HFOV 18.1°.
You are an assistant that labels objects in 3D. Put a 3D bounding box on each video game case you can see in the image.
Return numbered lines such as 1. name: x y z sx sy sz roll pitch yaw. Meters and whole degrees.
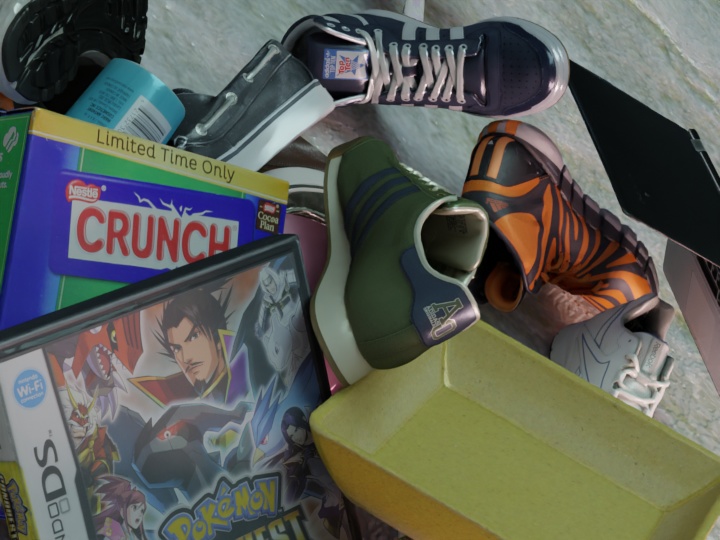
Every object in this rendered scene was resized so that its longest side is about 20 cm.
1. video game case: -0.090 0.094 1.123 0.200 0.025 0.181 -21 103 -41

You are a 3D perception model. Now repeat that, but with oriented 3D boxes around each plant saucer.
1. plant saucer: 0.085 0.112 1.203 0.200 0.049 0.200 30 27 12

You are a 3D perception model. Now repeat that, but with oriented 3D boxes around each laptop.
1. laptop: 0.197 -0.019 1.540 0.116 0.200 0.187 -3 39 -9

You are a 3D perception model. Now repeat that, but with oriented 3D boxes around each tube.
1. tube: -0.170 -0.023 1.208 0.077 0.050 0.200 38 71 -7

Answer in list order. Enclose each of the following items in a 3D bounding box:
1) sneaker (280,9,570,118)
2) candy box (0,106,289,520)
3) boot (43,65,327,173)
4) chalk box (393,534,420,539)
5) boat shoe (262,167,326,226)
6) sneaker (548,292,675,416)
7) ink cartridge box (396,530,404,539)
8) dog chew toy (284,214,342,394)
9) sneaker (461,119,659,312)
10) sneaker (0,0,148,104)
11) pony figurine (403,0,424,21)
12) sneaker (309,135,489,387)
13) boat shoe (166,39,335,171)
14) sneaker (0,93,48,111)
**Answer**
1. sneaker: 0.036 -0.138 1.530 0.108 0.200 0.070 -13 110 -49
2. candy box: -0.131 0.033 1.155 0.169 0.077 0.200 14 79 -40
3. boot: -0.097 -0.089 1.408 0.200 0.064 0.187 -1 70 -45
4. chalk box: 0.002 0.222 1.156 0.200 0.124 0.125 -10 63 -53
5. boat shoe: 0.000 0.000 1.386 0.200 0.071 0.064 30 14 -44
6. sneaker: 0.165 0.084 1.508 0.074 0.087 0.200 36 36 -19
7. ink cartridge box: 0.101 0.161 1.326 0.200 0.067 0.116 -19 113 -54
8. dog chew toy: -0.018 0.061 1.303 0.200 0.124 0.125 45 33 -18
9. sneaker: 0.129 -0.003 1.579 0.200 0.078 0.112 44 53 -29
10. sneaker: -0.175 -0.143 1.255 0.079 0.074 0.200 7 16 20
11. pony figurine: 0.039 -0.252 1.673 0.200 0.167 0.193 31 27 2
12. sneaker: 0.029 -0.016 1.216 0.200 0.090 0.067 -84 150 -56
13. boat shoe: -0.096 -0.071 1.298 0.068 0.072 0.200 52 53 -4
14. sneaker: -0.232 -0.093 1.267 0.200 0.070 0.090 42 27 -16
